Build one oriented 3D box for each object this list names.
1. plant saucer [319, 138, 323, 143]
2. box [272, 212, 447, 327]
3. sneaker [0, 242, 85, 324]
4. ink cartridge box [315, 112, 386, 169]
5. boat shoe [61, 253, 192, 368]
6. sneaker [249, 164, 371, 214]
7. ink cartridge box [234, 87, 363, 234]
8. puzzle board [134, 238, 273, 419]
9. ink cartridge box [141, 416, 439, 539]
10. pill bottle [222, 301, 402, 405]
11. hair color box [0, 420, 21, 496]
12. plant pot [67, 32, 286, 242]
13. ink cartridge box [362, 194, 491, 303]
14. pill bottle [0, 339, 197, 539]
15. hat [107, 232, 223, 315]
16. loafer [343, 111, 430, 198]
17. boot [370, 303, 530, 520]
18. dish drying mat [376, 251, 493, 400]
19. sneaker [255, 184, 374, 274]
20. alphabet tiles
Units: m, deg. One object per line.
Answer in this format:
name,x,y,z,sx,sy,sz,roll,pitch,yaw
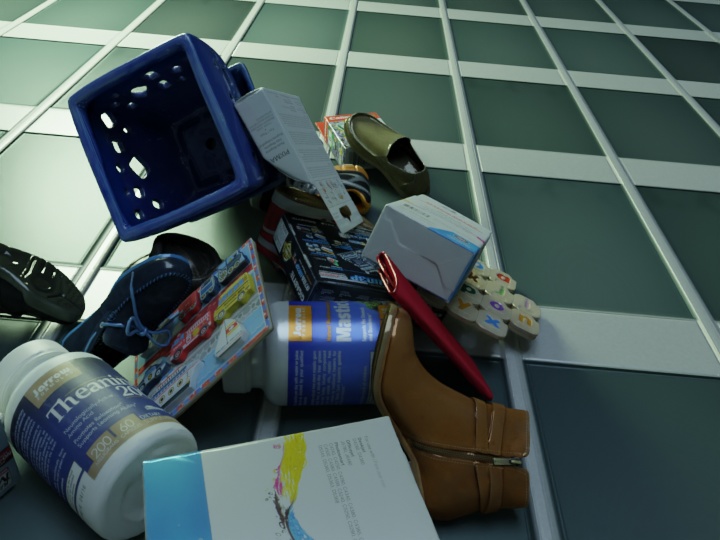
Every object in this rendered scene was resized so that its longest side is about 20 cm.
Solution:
plant saucer,-0.153,-0.170,1.065,0.198,0.028,0.200,-11,-6,-1
box,0.000,0.000,0.870,0.198,0.046,0.159,10,30,-29
sneaker,-0.439,0.031,0.815,0.198,0.115,0.077,25,25,-20
ink cartridge box,-0.010,-0.259,1.275,0.108,0.051,0.201,-8,39,-17
boat shoe,-0.243,0.064,0.721,0.084,0.200,0.069,22,35,-42
sneaker,-0.073,-0.118,1.057,0.198,0.079,0.078,-9,49,-15
ink cartridge box,-0.074,-0.137,0.890,0.057,0.202,0.163,-23,5,13
puzzle board,-0.174,0.072,0.710,0.017,0.200,0.151,37,18,-35
ink cartridge box,-0.053,0.228,0.514,0.197,0.148,0.147,-7,37,-16
pill bottle,-0.048,0.089,0.737,0.197,0.113,0.113,1,36,-7
hair color box,-0.371,0.116,0.582,0.098,0.202,0.061,19,38,20
plant pot,-0.222,-0.167,0.890,0.198,0.202,0.180,-21,2,20
ink cartridge box,0.090,-0.034,0.832,0.114,0.068,0.200,30,17,10
pill bottle,-0.256,0.146,0.632,0.199,0.112,0.111,28,41,29
hat,-0.230,0.003,0.860,0.198,0.082,0.202,2,36,-2
loafer,0.050,-0.206,1.144,0.076,0.068,0.200,-36,72,-28
boot,0.086,0.133,0.651,0.153,0.203,0.074,0,-1,1
dish drying mat,0.081,0.065,0.742,0.018,0.200,0.077,-36,33,7
sneaker,-0.065,-0.044,0.973,0.199,0.113,0.071,15,19,-45
alphabet tiles,0.140,0.024,0.878,0.198,0.015,0.196,27,26,5
